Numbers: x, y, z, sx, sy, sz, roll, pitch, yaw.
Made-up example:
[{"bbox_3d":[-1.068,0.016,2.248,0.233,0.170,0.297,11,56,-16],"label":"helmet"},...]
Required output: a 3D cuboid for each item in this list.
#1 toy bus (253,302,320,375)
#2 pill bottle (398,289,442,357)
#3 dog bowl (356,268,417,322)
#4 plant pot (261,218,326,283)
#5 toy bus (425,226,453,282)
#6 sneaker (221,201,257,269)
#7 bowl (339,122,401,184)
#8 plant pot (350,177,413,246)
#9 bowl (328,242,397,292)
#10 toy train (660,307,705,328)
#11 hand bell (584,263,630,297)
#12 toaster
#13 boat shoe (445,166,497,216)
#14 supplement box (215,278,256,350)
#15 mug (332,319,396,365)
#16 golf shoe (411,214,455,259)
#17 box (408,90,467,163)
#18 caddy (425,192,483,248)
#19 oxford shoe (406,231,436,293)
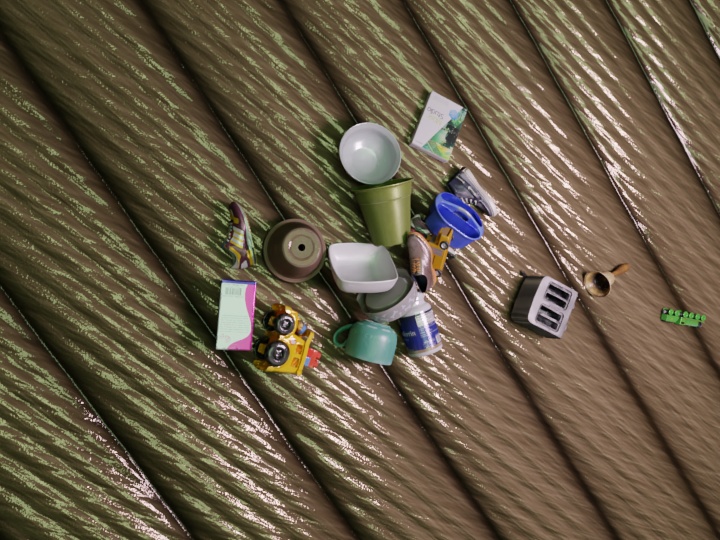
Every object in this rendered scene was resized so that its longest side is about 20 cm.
[{"bbox_3d":[-0.205,0.216,1.511,0.192,0.136,0.201,19,81,-27],"label":"toy bus"},{"bbox_3d":[0.183,0.168,1.619,0.115,0.116,0.200,-18,93,-15],"label":"pill bottle"},{"bbox_3d":[0.087,0.081,1.560,0.200,0.200,0.059,-38,120,-13],"label":"dog bowl"},{"bbox_3d":[-0.189,-0.061,1.493,0.200,0.175,0.201,0,89,-15],"label":"plant pot"},{"bbox_3d":[0.238,-0.045,1.602,0.078,0.065,0.200,20,127,15],"label":"toy bus"},{"bbox_3d":[-0.374,-0.104,1.494,0.090,0.075,0.201,-17,92,-20],"label":"sneaker"},{"bbox_3d":[0.021,-0.358,1.597,0.201,0.090,0.202,2,82,-15],"label":"bowl"},{"bbox_3d":[0.083,-0.179,1.578,0.200,0.200,0.190,-14,104,-15],"label":"plant pot"},{"bbox_3d":[0.000,0.000,1.554,0.199,0.200,0.075,1,127,-17],"label":"bowl"},{"bbox_3d":[1.258,0.186,1.956,0.199,0.042,0.057,10,96,-15],"label":"toy train"},{"bbox_3d":[0.935,0.014,1.859,0.200,0.104,0.104,-24,95,-27],"label":"hand bell"},{"bbox_3d":[0.633,0.120,1.743,0.200,0.119,0.181,27,81,-13],"label":"toaster"},{"bbox_3d":[0.374,-0.247,1.712,0.093,0.075,0.200,-38,90,-7],"label":"boat shoe"},{"bbox_3d":[-0.367,0.129,1.475,0.101,0.103,0.201,5,86,-16],"label":"supplement box"},{"bbox_3d":[0.022,0.213,1.552,0.185,0.152,0.115,17,87,-18],"label":"mug"},{"bbox_3d":[0.243,-0.108,1.666,0.200,0.077,0.088,31,72,-14],"label":"golf shoe"},{"bbox_3d":[0.264,-0.485,1.700,0.144,0.036,0.200,23,84,-13],"label":"box"},{"bbox_3d":[0.311,-0.168,1.642,0.200,0.105,0.142,34,50,-13],"label":"caddy"},{"bbox_3d":[0.185,-0.023,1.553,0.073,0.071,0.200,-50,125,-50],"label":"oxford shoe"}]
